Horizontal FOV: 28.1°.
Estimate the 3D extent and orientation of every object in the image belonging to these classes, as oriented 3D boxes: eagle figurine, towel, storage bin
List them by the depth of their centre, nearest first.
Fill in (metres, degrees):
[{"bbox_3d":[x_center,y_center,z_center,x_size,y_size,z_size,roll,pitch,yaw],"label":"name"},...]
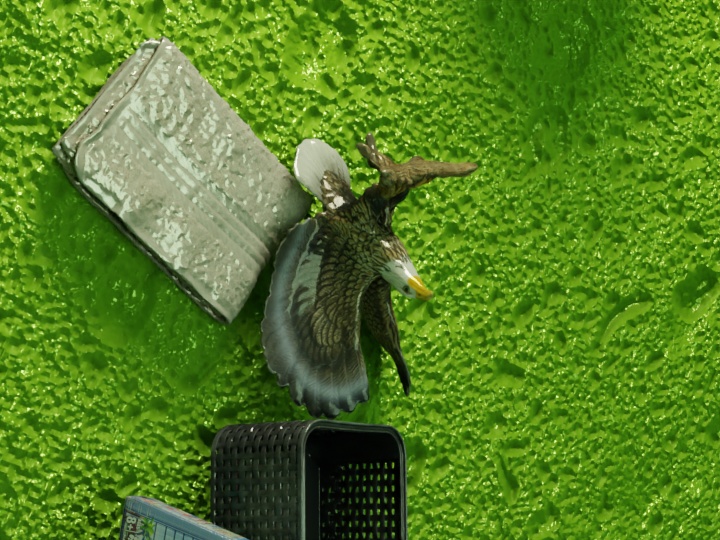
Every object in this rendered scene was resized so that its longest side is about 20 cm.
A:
[{"bbox_3d":[-0.130,-0.069,1.100,0.200,0.034,0.133,46,67,-28],"label":"towel"},{"bbox_3d":[-0.039,0.219,1.105,0.135,0.094,0.201,13,73,-52],"label":"storage bin"},{"bbox_3d":[0.003,0.004,1.135,0.151,0.151,0.200,14,112,-15],"label":"eagle figurine"}]

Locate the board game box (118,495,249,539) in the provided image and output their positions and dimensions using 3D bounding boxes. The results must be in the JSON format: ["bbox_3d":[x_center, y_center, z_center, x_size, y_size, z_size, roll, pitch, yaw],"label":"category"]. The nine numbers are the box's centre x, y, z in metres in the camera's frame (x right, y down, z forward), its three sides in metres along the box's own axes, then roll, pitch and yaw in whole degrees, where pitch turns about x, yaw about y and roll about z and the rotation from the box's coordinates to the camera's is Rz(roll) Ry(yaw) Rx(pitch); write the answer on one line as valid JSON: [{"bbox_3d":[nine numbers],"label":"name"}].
[{"bbox_3d":[-0.076,0.269,0.987,0.062,0.199,0.201,47,50,-76],"label":"board game box"}]
